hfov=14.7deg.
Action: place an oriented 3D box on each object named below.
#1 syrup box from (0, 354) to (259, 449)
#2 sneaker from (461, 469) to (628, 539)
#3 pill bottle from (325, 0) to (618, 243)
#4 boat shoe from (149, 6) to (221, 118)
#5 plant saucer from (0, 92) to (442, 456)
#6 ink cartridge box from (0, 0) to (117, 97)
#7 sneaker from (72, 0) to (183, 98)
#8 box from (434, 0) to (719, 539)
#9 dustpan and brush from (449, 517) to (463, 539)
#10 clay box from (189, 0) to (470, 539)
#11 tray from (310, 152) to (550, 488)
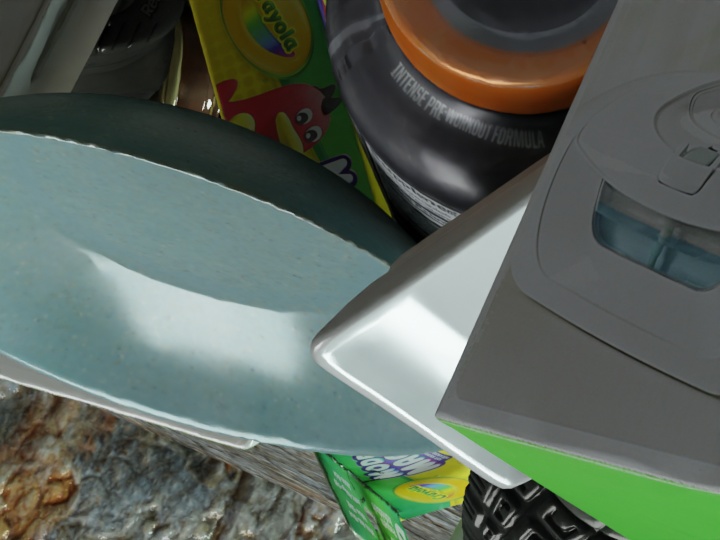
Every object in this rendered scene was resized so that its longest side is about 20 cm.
[{"bbox_3d":[-0.117,-0.001,1.042,0.199,0.082,0.079,17,-175,8],"label":"syrup box"},{"bbox_3d":[0.117,0.032,0.806,0.076,0.200,0.091,55,-163,7],"label":"sneaker"},{"bbox_3d":[0.048,-0.054,0.727,0.106,0.107,0.200,23,171,11],"label":"pill bottle"},{"bbox_3d":[-0.071,-0.064,1.129,0.067,0.073,0.200,9,171,-9],"label":"boat shoe"},{"bbox_3d":[-0.050,-0.005,0.786,0.200,0.039,0.201,16,159,6],"label":"plant saucer"},{"bbox_3d":[-0.180,-0.108,0.884,0.199,0.147,0.084,24,165,8],"label":"ink cartridge box"},{"bbox_3d":[-0.160,-0.088,0.979,0.199,0.076,0.091,11,155,4],"label":"sneaker"},{"bbox_3d":[0.140,-0.004,0.538,0.200,0.177,0.096,32,166,-39],"label":"box"},{"bbox_3d":[0.096,0.039,0.897,0.199,0.058,0.139,-30,140,25],"label":"dustpan and brush"},{"bbox_3d":[0.000,0.000,0.934,0.047,0.201,0.115,-20,160,9],"label":"clay box"},{"bbox_3d":[0.088,-0.024,0.656,0.107,0.199,0.022,36,-156,-53],"label":"tray"}]
